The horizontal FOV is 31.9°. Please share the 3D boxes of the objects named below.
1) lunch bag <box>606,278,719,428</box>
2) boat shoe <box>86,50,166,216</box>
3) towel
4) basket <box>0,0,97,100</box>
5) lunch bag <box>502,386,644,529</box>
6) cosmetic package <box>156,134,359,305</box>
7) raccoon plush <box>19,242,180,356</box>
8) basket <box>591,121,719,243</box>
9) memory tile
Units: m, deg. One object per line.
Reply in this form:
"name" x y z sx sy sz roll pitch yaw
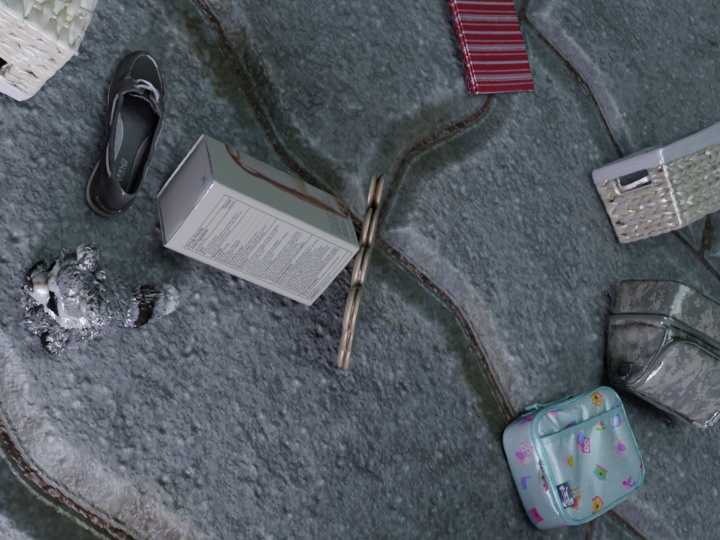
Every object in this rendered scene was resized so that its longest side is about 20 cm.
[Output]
"lunch bag" 0.454 0.122 1.821 0.199 0.139 0.170 27 77 -32
"boat shoe" -0.239 -0.152 1.344 0.066 0.057 0.202 26 61 -32
"towel" 0.178 -0.349 1.796 0.144 0.022 0.202 -11 86 -45
"basket" -0.333 -0.297 1.252 0.135 0.123 0.202 30 58 -31
"lunch bag" 0.282 0.242 1.664 0.199 0.077 0.162 -14 86 -43
"cosmetic package" -0.112 -0.053 1.381 0.199 0.103 0.088 25 31 -35
"raccoon plush" -0.241 0.010 1.238 0.199 0.133 0.098 -21 89 -43
"basket" 0.467 -0.131 1.906 0.199 0.135 0.125 -23 94 -42
"memory tile" 0.000 0.000 1.460 0.017 0.154 0.202 11 64 1
